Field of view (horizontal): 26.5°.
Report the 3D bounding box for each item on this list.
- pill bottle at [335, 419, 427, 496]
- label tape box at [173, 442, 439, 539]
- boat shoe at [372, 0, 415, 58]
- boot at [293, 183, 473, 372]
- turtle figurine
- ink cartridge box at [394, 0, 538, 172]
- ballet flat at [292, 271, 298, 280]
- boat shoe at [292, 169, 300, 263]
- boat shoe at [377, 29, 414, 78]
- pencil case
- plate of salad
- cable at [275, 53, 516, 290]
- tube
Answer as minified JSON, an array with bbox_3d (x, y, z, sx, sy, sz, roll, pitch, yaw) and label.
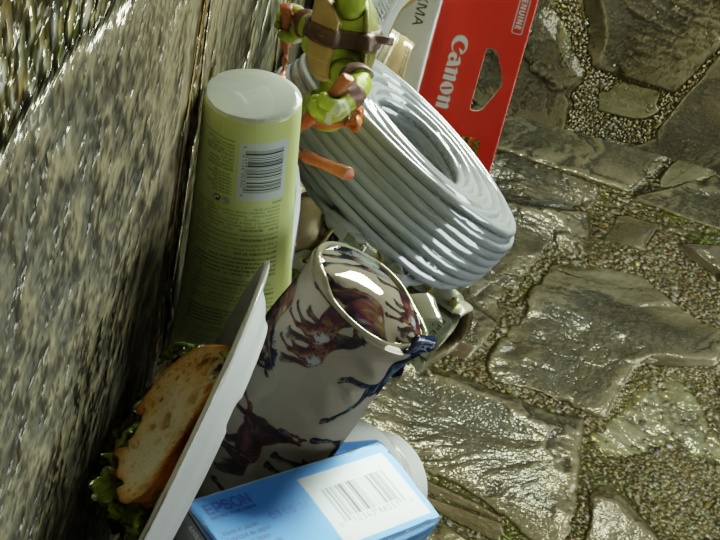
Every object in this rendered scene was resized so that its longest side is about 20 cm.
[{"bbox_3d":[-0.036,0.153,1.019,0.200,0.112,0.113,6,101,-59],"label":"pill bottle"},{"bbox_3d":[-0.063,0.194,0.826,0.144,0.063,0.200,-11,140,-46],"label":"label tape box"},{"bbox_3d":[-0.004,-0.210,1.142,0.200,0.069,0.071,-49,-143,46],"label":"boat shoe"},{"bbox_3d":[0.000,0.000,1.068,0.072,0.155,0.200,-48,163,9],"label":"boot"},{"bbox_3d":[-0.010,-0.143,0.889,0.200,0.064,0.162,-112,-153,-63],"label":"turtle figurine"},{"bbox_3d":[0.053,-0.182,1.365,0.044,0.173,0.200,-69,174,-73],"label":"ink cartridge box"},{"bbox_3d":[-0.077,0.044,1.085,0.067,0.067,0.200,78,24,-50],"label":"ballet flat"},{"bbox_3d":[-0.074,0.017,0.924,0.066,0.070,0.201,-49,146,-83],"label":"boat shoe"},{"bbox_3d":[0.021,-0.102,1.299,0.074,0.069,0.201,-68,173,-79],"label":"boat shoe"},{"bbox_3d":[-0.041,0.081,0.842,0.200,0.089,0.078,-53,-147,24],"label":"pencil case"},{"bbox_3d":[-0.098,0.081,0.746,0.200,0.048,0.200,-63,-173,13],"label":"plate of salad"},{"bbox_3d":[0.021,-0.074,1.041,0.069,0.200,0.200,-43,158,18],"label":"cable"},{"bbox_3d":[-0.067,-0.014,0.832,0.052,0.058,0.200,-25,139,-34],"label":"tube"}]
